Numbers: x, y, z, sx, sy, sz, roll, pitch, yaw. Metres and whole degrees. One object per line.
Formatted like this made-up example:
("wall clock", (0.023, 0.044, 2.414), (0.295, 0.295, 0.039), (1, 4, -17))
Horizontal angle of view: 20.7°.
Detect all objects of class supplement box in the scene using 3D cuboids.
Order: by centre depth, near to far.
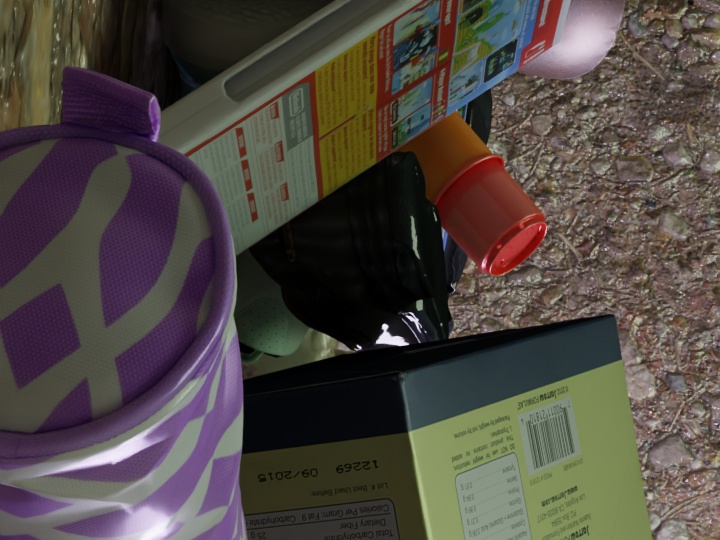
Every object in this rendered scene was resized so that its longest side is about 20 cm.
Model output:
("supplement box", (0.020, 0.134, 0.755), (0.199, 0.133, 0.202), (-9, 90, -61))

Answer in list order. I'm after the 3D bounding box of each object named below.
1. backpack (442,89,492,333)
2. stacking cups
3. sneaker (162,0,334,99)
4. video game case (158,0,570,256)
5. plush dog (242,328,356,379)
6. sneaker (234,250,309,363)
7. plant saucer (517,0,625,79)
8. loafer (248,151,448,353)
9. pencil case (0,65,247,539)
("backpack", (0.007, -0.061, 1.282), (0.200, 0.145, 0.185), (105, -7, -77))
("stacking cups", (0.019, -0.084, 0.969), (0.060, 0.200, 0.061), (-36, 158, -18))
("sneaker", (-0.043, -0.076, 0.822), (0.200, 0.073, 0.083), (-67, 160, -81))
("video game case", (-0.005, -0.063, 0.711), (0.018, 0.199, 0.143), (54, -10, 13))
("plush dog", (-0.007, 0.098, 1.085), (0.172, 0.198, 0.162), (51, 61, -87))
("sneaker", (-0.054, -0.021, 0.984), (0.119, 0.073, 0.200), (-63, -166, 7))
("plant saucer", (0.054, -0.181, 0.979), (0.201, 0.036, 0.201), (48, -25, 31))
("loafer", (0.000, 0.000, 0.868), (0.200, 0.071, 0.074), (68, 17, -68))
("pencil case", (-0.061, 0.048, 0.467), (0.201, 0.083, 0.086), (94, 21, -60))
